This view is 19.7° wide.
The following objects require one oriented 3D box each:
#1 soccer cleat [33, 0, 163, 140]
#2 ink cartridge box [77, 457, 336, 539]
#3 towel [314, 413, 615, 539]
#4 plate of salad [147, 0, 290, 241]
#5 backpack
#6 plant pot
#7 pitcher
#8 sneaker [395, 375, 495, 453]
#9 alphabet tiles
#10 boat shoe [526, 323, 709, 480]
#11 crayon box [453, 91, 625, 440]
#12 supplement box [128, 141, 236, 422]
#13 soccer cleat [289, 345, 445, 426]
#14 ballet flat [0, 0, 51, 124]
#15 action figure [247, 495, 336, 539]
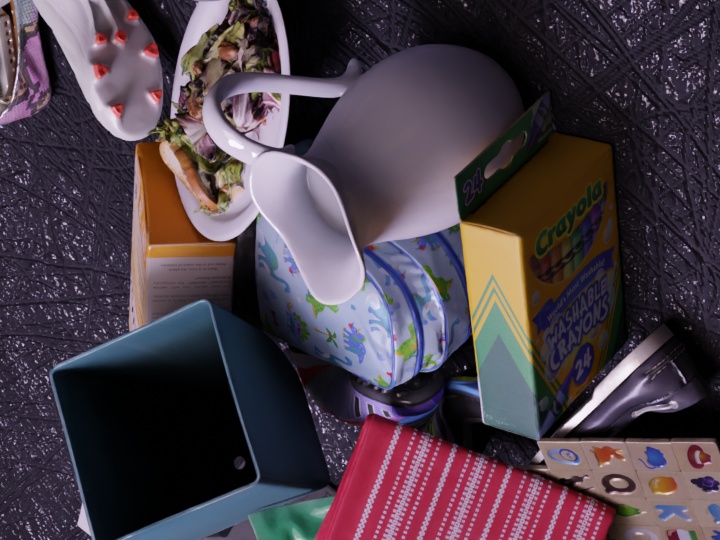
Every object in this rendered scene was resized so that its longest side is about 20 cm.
[{"bbox_3d":[-0.211,-0.193,1.611,0.077,0.069,0.201,-24,89,61],"label":"soccer cleat"},{"bbox_3d":[-0.124,0.214,1.798,0.199,0.145,0.084,35,139,15],"label":"ink cartridge box"},{"bbox_3d":[0.070,0.203,1.510,0.199,0.022,0.146,21,94,-2],"label":"towel"},{"bbox_3d":[-0.106,-0.123,1.519,0.200,0.048,0.202,-13,76,60],"label":"plate of salad"},{"bbox_3d":[0.000,0.000,1.535,0.199,0.154,0.164,18,128,17],"label":"backpack"},{"bbox_3d":[-0.112,0.128,1.570,0.140,0.200,0.142,-23,71,17],"label":"plant pot"},{"bbox_3d":[0.004,-0.092,1.394,0.172,0.200,0.121,49,142,7],"label":"pitcher"},{"bbox_3d":[0.078,0.130,1.588,0.199,0.070,0.083,-38,58,55],"label":"sneaker"},{"bbox_3d":[0.213,0.174,1.506,0.198,0.006,0.167,-2,137,25],"label":"alphabet tiles"},{"bbox_3d":[0.183,0.119,1.501,0.063,0.073,0.200,44,136,9],"label":"boat shoe"},{"bbox_3d":[0.126,-0.002,1.412,0.051,0.126,0.201,15,130,33],"label":"crayon box"},{"bbox_3d":[-0.146,0.012,1.664,0.073,0.127,0.201,-2,133,-10],"label":"supplement box"},{"bbox_3d":[0.012,0.091,1.609,0.200,0.068,0.074,15,129,59],"label":"soccer cleat"},{"bbox_3d":[-0.297,-0.205,1.680,0.069,0.071,0.201,21,133,30],"label":"ballet flat"},{"bbox_3d":[0.029,0.200,1.549,0.055,0.199,0.119,-105,-6,-85],"label":"action figure"}]
